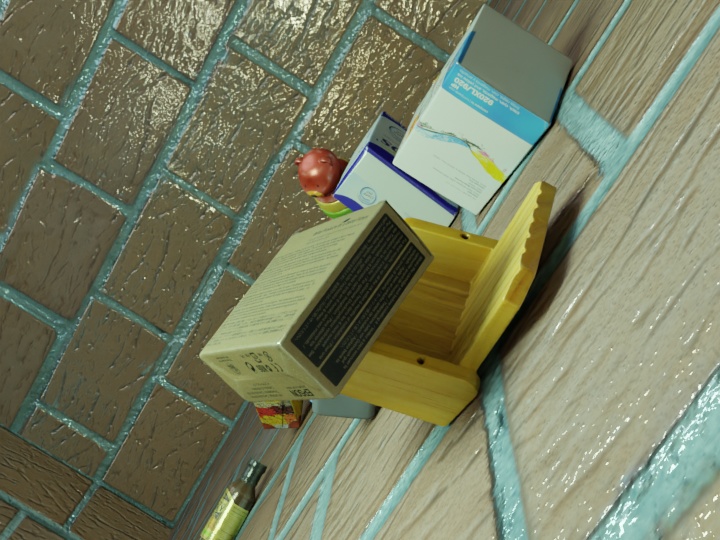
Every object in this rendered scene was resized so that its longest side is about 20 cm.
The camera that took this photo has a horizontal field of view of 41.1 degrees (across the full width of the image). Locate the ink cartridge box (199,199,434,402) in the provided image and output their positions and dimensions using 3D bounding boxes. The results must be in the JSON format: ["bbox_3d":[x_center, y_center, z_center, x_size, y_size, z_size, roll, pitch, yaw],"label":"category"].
[{"bbox_3d":[-0.045,0.034,0.880,0.166,0.075,0.199,-52,17,-24],"label":"ink cartridge box"}]

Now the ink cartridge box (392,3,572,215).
[{"bbox_3d":[0.159,-0.210,1.282,0.201,0.143,0.148,-54,7,49],"label":"ink cartridge box"}]

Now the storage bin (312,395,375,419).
[{"bbox_3d":[-0.006,0.107,1.280,0.200,0.142,0.137,-83,-3,-77],"label":"storage bin"}]

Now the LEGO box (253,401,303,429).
[{"bbox_3d":[-0.160,0.190,1.911,0.150,0.076,0.202,77,-166,-45],"label":"LEGO box"}]

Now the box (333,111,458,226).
[{"bbox_3d":[0.068,-0.142,1.576,0.105,0.183,0.201,-51,9,26],"label":"box"}]

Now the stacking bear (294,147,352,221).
[{"bbox_3d":[-0.040,-0.144,1.678,0.200,0.120,0.116,37,-112,-55],"label":"stacking bear"}]

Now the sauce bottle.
[{"bbox_3d":[-0.252,0.471,1.910,0.202,0.064,0.065,-61,5,-13],"label":"sauce bottle"}]

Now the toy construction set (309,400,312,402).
[{"bbox_3d":[-0.059,0.161,1.692,0.133,0.091,0.200,-59,16,1],"label":"toy construction set"}]

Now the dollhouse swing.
[{"bbox_3d":[0.069,0.003,0.896,0.201,0.179,0.178,-64,-14,-46],"label":"dollhouse swing"}]
